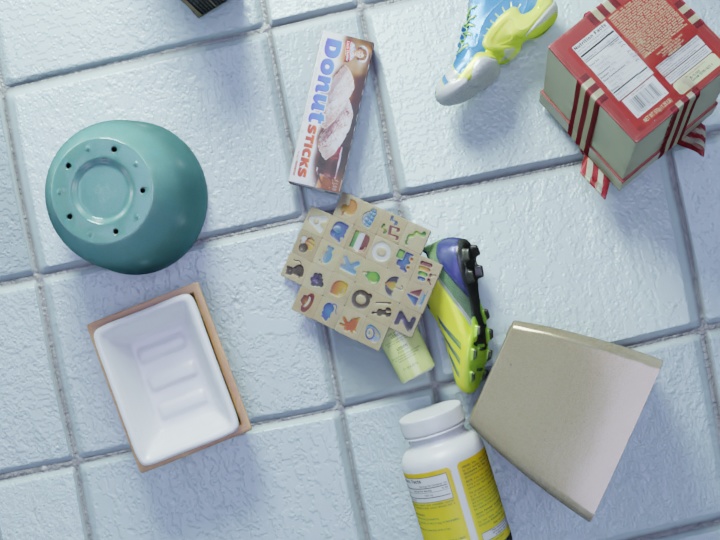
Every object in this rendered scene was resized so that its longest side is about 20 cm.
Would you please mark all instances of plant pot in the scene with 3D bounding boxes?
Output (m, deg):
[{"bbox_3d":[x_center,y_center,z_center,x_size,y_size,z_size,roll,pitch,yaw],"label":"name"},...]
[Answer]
[{"bbox_3d":[0.240,0.161,1.226,0.175,0.200,0.203,25,91,10],"label":"plant pot"},{"bbox_3d":[-0.301,-0.095,1.234,0.196,0.161,0.205,0,91,0],"label":"plant pot"}]

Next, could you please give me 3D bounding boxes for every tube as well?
[{"bbox_3d":[0.030,0.047,1.291,0.057,0.052,0.203,-23,84,-34],"label":"tube"}]

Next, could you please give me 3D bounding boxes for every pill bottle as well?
[{"bbox_3d":[0.117,0.276,1.260,0.110,0.112,0.204,-17,91,1],"label":"pill bottle"}]

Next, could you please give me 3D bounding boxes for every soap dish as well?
[{"bbox_3d":[-0.244,0.136,1.278,0.155,0.081,0.204,-21,90,1],"label":"soap dish"}]

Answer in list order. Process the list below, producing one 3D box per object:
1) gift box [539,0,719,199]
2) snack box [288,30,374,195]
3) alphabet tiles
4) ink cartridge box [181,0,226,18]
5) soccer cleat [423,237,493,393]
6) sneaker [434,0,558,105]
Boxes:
[{"bbox_3d":[0.335,-0.211,1.209,0.183,0.187,0.202,-34,75,-1],"label":"gift box"},{"bbox_3d":[-0.038,-0.205,1.291,0.070,0.024,0.204,13,87,1],"label":"snack box"},{"bbox_3d":[0.000,0.000,1.280,0.197,0.006,0.169,24,90,17],"label":"alphabet tiles"},{"bbox_3d":[-0.238,-0.431,1.224,0.074,0.165,0.202,-31,90,3],"label":"ink cartridge box"},{"bbox_3d":[0.123,0.058,1.291,0.082,0.064,0.205,-4,96,30],"label":"soccer cleat"},{"bbox_3d":[0.155,-0.305,1.276,0.199,0.076,0.106,-39,79,-6],"label":"sneaker"}]
